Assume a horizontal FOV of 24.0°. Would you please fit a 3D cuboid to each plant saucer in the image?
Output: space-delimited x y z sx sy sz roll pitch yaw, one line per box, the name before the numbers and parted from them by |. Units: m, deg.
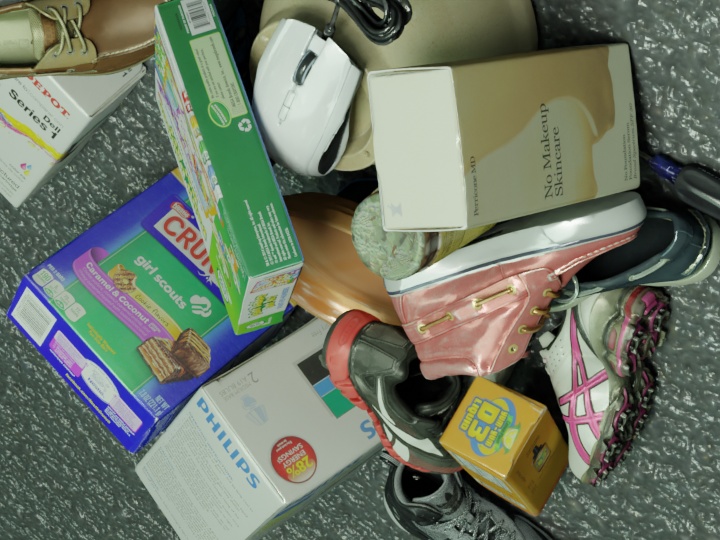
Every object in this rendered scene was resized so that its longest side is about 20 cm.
plant saucer | 0.000 0.000 1.332 0.199 0.038 0.200 25 159 11

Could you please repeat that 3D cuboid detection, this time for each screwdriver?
screwdriver | 0.194 -0.087 1.196 0.199 0.029 0.028 36 145 24

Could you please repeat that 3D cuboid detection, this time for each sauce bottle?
sauce bottle | 0.069 -0.053 1.185 0.064 0.200 0.065 13 116 29

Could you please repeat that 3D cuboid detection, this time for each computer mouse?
computer mouse | -0.034 -0.124 1.110 0.109 0.044 0.201 34 142 13

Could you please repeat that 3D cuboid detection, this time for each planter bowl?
planter bowl | 0.006 -0.154 1.194 0.199 0.135 0.201 26 140 23

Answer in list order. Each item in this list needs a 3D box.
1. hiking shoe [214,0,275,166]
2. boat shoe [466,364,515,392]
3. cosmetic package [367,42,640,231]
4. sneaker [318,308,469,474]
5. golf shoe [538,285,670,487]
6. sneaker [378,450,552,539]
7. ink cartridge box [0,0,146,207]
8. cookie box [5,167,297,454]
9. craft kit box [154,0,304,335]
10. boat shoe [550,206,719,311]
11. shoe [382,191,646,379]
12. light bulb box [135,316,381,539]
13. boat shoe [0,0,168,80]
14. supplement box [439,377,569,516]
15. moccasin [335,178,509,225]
hiking shoe | -0.096 -0.153 1.359 0.086 0.075 0.200 27 152 11
boat shoe | 0.099 0.054 1.387 0.068 0.072 0.200 32 153 10
cosmetic package | 0.098 -0.090 1.105 0.071 0.199 0.106 1 101 42
sneaker | 0.051 0.109 1.362 0.097 0.071 0.201 12 151 42
golf shoe | 0.183 0.080 1.330 0.092 0.072 0.201 27 132 29
sneaker | 0.097 0.226 1.525 0.199 0.076 0.114 28 163 24
ink cartridge box | -0.299 -0.167 1.512 0.145 0.084 0.200 46 143 -6
cookie box | -0.179 0.031 1.489 0.171 0.200 0.075 47 140 4
craft kit box | -0.098 -0.070 1.207 0.198 0.048 0.201 108 144 -77
boat shoe | 0.163 -0.011 1.232 0.199 0.076 0.062 -3 166 43
shoe | 0.117 0.013 1.188 0.199 0.071 0.092 -18 98 24
light bulb box | -0.067 0.144 1.500 0.125 0.198 0.200 53 144 8
boat shoe | -0.248 -0.189 1.372 0.198 0.074 0.076 -11 99 3
supplement box | 0.122 0.145 1.378 0.068 0.067 0.200 29 171 17
moccasin | 0.047 -0.032 1.339 0.199 0.068 0.081 -7 122 47
